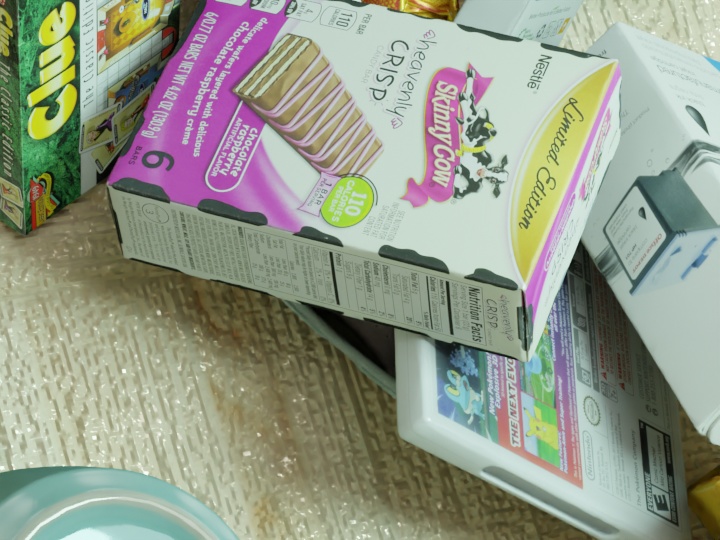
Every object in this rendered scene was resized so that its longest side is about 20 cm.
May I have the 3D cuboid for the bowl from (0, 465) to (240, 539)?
[{"bbox_3d":[-0.115,0.163,1.208,0.201,0.105,0.201,9,64,-18],"label":"bowl"}]

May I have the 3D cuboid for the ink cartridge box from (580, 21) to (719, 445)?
[{"bbox_3d":[0.185,-0.009,1.358,0.146,0.086,0.200,15,35,-45],"label":"ink cartridge box"}]

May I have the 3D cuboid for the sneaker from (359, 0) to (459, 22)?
[{"bbox_3d":[0.019,-0.112,1.404,0.073,0.077,0.200,-3,70,-25],"label":"sneaker"}]

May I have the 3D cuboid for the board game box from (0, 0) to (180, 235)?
[{"bbox_3d":[-0.123,-0.112,1.277,0.023,0.200,0.105,39,57,24],"label":"board game box"}]

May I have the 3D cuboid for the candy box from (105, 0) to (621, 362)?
[{"bbox_3d":[0.003,-0.050,1.274,0.200,0.061,0.136,14,57,15],"label":"candy box"}]

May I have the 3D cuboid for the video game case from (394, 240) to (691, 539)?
[{"bbox_3d":[0.084,0.026,1.340,0.182,0.023,0.200,29,44,-35],"label":"video game case"}]

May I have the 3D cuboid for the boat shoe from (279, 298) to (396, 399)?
[{"bbox_3d":[-0.001,0.002,1.338,0.074,0.065,0.202,-40,91,4],"label":"boat shoe"}]

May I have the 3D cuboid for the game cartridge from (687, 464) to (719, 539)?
[{"bbox_3d":[0.225,0.174,1.308,0.032,0.176,0.200,-35,84,-2],"label":"game cartridge"}]

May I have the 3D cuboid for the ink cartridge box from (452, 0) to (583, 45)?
[{"bbox_3d":[0.117,-0.195,1.375,0.037,0.200,0.095,37,21,14],"label":"ink cartridge box"}]
